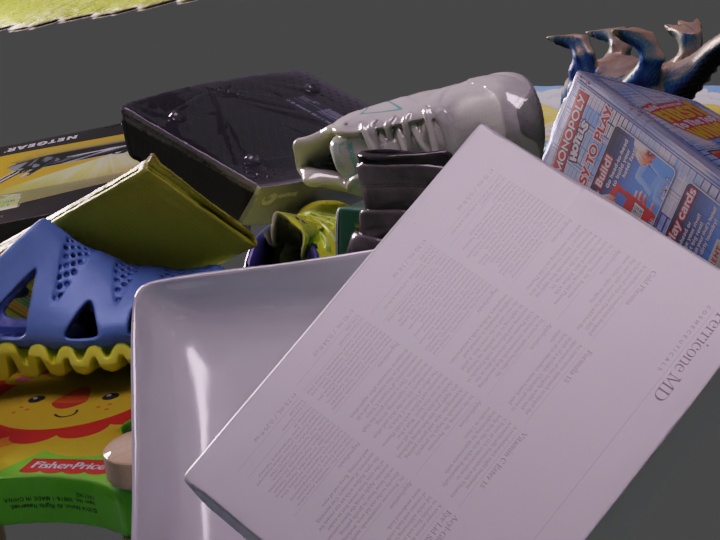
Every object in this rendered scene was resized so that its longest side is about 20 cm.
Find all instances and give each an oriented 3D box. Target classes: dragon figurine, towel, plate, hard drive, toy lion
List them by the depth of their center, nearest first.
[{"bbox_3d":[-0.003,0.086,0.746,0.198,0.032,0.201,-8,63,10],"label":"plate"},{"bbox_3d":[-0.134,0.086,0.896,0.199,0.069,0.192,-1,19,25],"label":"toy lion"},{"bbox_3d":[0.151,-0.081,0.920,0.059,0.100,0.200,-13,9,-36],"label":"dragon figurine"},{"bbox_3d":[-0.156,-0.005,0.986,0.199,0.086,0.018,-25,44,36],"label":"towel"},{"bbox_3d":[-0.055,-0.084,1.148,0.135,0.043,0.200,30,27,25],"label":"hard drive"}]

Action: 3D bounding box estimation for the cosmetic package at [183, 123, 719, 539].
[{"bbox_3d":[0.050,0.058,0.698,0.151,0.052,0.200,34,77,29],"label":"cosmetic package"}]

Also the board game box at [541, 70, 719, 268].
[{"bbox_3d":[0.193,-0.026,0.804,0.199,0.062,0.200,-8,37,-47],"label":"board game box"}]

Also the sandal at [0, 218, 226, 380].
[{"bbox_3d":[-0.169,0.012,0.937,0.199,0.088,0.079,-6,8,-1],"label":"sandal"}]

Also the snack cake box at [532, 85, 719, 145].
[{"bbox_3d":[0.144,-0.065,1.066,0.199,0.068,0.115,4,30,33],"label":"snack cake box"}]

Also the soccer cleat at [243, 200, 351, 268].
[{"bbox_3d":[-0.030,-0.007,1.004,0.064,0.084,0.200,-7,25,12],"label":"soccer cleat"}]

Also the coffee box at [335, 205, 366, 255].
[{"bbox_3d":[0.099,-0.013,0.956,0.199,0.044,0.123,3,5,30],"label":"coffee box"}]

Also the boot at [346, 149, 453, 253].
[{"bbox_3d":[0.000,0.000,0.872,0.199,0.132,0.070,2,12,0],"label":"boot"}]

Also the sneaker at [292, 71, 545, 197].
[{"bbox_3d":[0.032,-0.067,0.983,0.080,0.071,0.200,-7,-2,-31],"label":"sneaker"}]

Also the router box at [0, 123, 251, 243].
[{"bbox_3d":[-0.175,-0.055,1.222,0.199,0.052,0.157,-11,25,4],"label":"router box"}]
